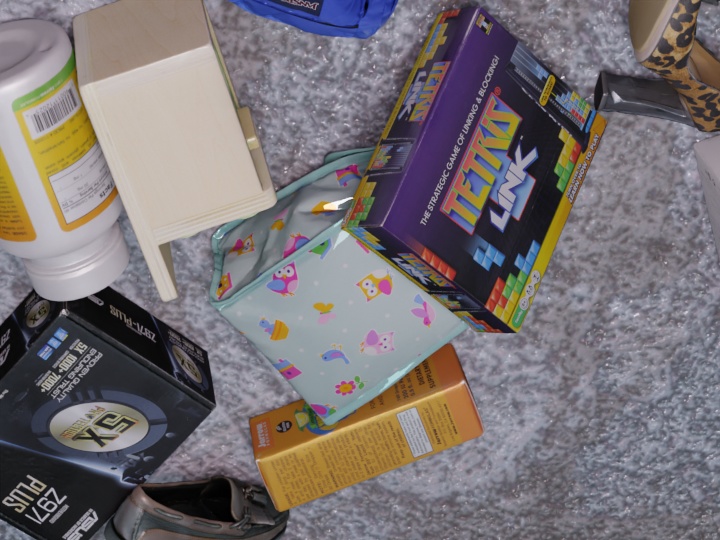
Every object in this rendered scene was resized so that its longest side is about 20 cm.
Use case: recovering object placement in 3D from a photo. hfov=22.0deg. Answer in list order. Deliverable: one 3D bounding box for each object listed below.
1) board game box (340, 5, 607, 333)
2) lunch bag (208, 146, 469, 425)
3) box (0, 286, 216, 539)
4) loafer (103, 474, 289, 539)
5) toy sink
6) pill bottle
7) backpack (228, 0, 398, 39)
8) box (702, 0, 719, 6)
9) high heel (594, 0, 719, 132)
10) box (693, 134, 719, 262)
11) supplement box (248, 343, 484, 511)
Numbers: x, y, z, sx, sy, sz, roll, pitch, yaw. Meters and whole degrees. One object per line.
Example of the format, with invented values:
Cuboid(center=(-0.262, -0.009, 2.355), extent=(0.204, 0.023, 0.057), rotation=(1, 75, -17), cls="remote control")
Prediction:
Cuboid(center=(0.093, -0.077, 1.456), extent=(0.165, 0.056, 0.201), rotation=(36, 69, -33), cls="board game box")
Cuboid(center=(0.000, 0.000, 1.520), extent=(0.199, 0.122, 0.170), rotation=(-34, 121, 17), cls="lunch bag")
Cuboid(center=(-0.248, 0.118, 1.563), extent=(0.163, 0.086, 0.200), rotation=(36, 108, -28), cls="box")
Cuboid(center=(-0.130, 0.209, 1.613), extent=(0.199, 0.072, 0.063), rotation=(-3, 126, -47), cls="loafer")
Cuboid(center=(-0.135, -0.100, 1.427), extent=(0.111, 0.131, 0.201), rotation=(-18, 122, 0), cls="toy sink")
Cuboid(center=(-0.246, -0.081, 1.427), extent=(0.110, 0.111, 0.201), rotation=(-17, 123, 0), cls="pill bottle")
Cuboid(center=(-0.034, -0.256, 1.311), extent=(0.161, 0.169, 0.200), rotation=(21, 146, 0), cls="backpack")
Cuboid(center=(0.233, -0.322, 1.411), extent=(0.192, 0.048, 0.201), rotation=(15, 117, -22), cls="box")
Cuboid(center=(0.278, -0.176, 1.462), extent=(0.141, 0.072, 0.200), rotation=(6, 154, -9), cls="high heel")
Cuboid(center=(0.375, -0.026, 1.588), extent=(0.123, 0.098, 0.201), rotation=(-19, 122, 1), cls="box")
Cuboid(center=(0.004, 0.138, 1.636), extent=(0.199, 0.067, 0.069), rotation=(-23, 122, 3), cls="supplement box")
